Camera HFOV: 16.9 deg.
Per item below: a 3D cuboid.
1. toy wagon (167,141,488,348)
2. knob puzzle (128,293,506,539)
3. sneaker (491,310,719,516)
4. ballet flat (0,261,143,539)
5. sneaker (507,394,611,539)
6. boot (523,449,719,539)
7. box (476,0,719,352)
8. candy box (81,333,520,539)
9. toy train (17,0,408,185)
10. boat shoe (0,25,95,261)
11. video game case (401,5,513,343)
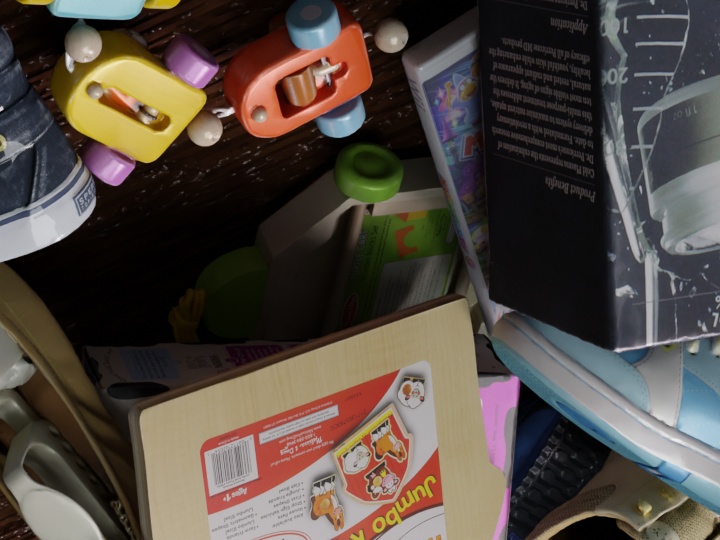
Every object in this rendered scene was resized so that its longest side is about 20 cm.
[{"bbox_3d":[0.000,0.000,1.175,0.200,0.040,0.155,-7,137,-21],"label":"toy wagon"},{"bbox_3d":[-0.019,0.125,1.085,0.219,0.030,0.220,-11,108,-35],"label":"knob puzzle"},{"bbox_3d":[0.167,0.037,1.101,0.200,0.080,0.131,31,87,-12],"label":"sneaker"},{"bbox_3d":[-0.146,0.064,1.050,0.069,0.200,0.063,-40,-178,22],"label":"ballet flat"},{"bbox_3d":[0.107,0.082,1.319,0.066,0.078,0.200,36,93,-36],"label":"sneaker"},{"bbox_3d":[0.186,0.107,1.184,0.200,0.073,0.155,-10,-165,37],"label":"boot"},{"bbox_3d":[0.161,-0.084,1.035,0.200,0.124,0.197,-9,105,-21],"label":"box"},{"bbox_3d":[-0.032,0.104,1.143,0.200,0.061,0.137,-1,108,-16],"label":"candy box"},{"bbox_3d":[-0.069,-0.117,0.998,0.150,0.056,0.200,-31,141,-7],"label":"toy train"},{"bbox_3d":[-0.215,-0.035,1.002,0.200,0.071,0.091,-19,114,12],"label":"boat shoe"},{"bbox_3d":[0.103,-0.058,1.132,0.143,0.018,0.200,-33,133,-14],"label":"video game case"}]
